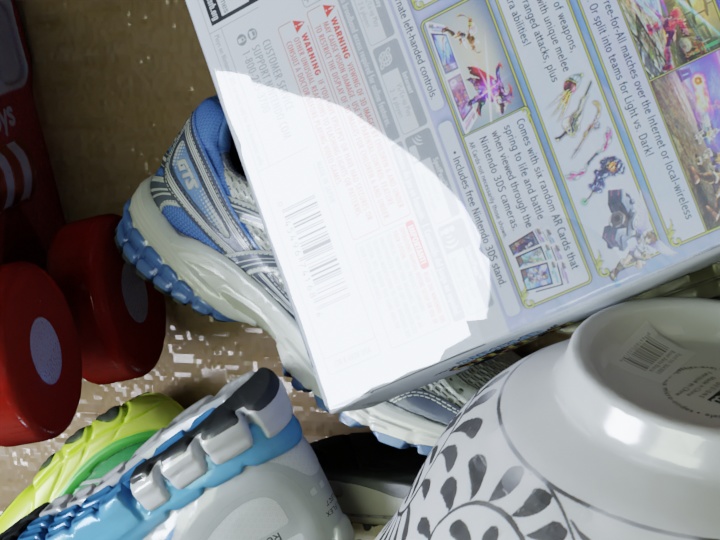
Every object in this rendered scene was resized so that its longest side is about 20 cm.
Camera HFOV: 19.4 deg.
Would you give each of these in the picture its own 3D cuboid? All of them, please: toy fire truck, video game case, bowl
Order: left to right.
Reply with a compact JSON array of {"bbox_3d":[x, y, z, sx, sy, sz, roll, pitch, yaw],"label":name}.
[{"bbox_3d":[-0.164,-0.020,0.793,0.111,0.200,0.169,-12,99,19],"label":"toy fire truck"},{"bbox_3d":[0.038,-0.079,0.681,0.181,0.045,0.201,-24,81,30],"label":"video game case"},{"bbox_3d":[0.101,0.069,0.637,0.200,0.201,0.095,19,118,25],"label":"bowl"}]

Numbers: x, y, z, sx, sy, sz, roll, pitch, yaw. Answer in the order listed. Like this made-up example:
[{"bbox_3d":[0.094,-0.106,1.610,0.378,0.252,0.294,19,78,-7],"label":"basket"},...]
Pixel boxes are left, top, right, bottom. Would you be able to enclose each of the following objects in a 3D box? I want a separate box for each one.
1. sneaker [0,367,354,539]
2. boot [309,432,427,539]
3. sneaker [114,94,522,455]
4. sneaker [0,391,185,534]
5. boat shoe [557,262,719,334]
[{"bbox_3d":[-0.088,0.121,0.778,0.199,0.075,0.087,-31,101,24],"label":"sneaker"},{"bbox_3d":[0.056,0.148,0.774,0.203,0.073,0.155,8,106,37],"label":"boot"},{"bbox_3d":[0.000,0.000,0.777,0.199,0.077,0.086,31,107,18],"label":"sneaker"},{"bbox_3d":[-0.126,0.142,0.860,0.084,0.074,0.200,43,105,13],"label":"sneaker"},{"bbox_3d":[0.149,-0.024,0.690,0.199,0.068,0.075,-7,95,28],"label":"boat shoe"}]
